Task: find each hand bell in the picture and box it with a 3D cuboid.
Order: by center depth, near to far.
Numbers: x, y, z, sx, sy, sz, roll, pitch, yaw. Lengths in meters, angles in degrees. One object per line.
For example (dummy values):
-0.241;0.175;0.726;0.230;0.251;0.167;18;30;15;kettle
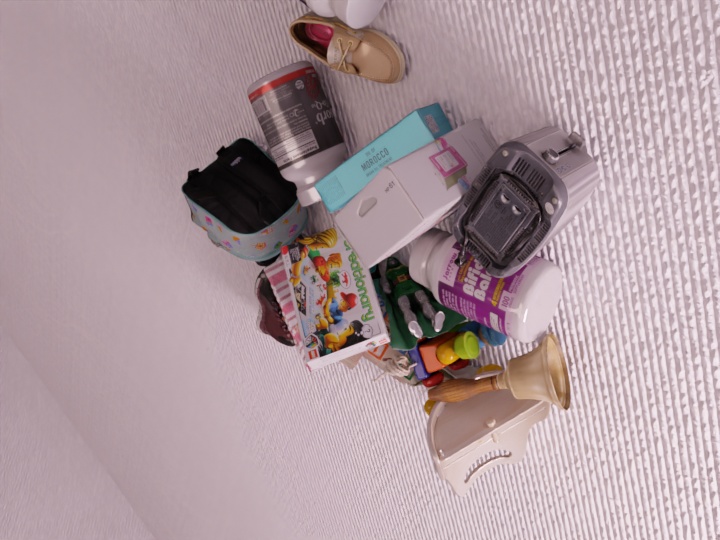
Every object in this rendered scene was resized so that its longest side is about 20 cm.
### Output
0.185;0.158;1.022;0.197;0.104;0.106;-15;103;28;hand bell

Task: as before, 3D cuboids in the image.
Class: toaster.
0.202;-0.082;0.889;0.114;0.128;0.201;46;138;17;toaster

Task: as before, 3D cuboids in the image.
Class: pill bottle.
-0.057;-0.418;0.980;0.200;0.110;0.112;43;138;20;pill bottle
0.167;0.011;0.998;0.198;0.112;0.114;24;129;35;pill bottle
-0.090;-0.212;1.139;0.115;0.115;0.203;-13;104;50;pill bottle

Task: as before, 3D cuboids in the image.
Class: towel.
-0.065;0.057;1.258;0.203;0.144;0.030;67;169;-8;towel

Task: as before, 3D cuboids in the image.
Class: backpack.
-0.191;-0.109;1.269;0.198;0.175;0.155;31;150;32;backpack

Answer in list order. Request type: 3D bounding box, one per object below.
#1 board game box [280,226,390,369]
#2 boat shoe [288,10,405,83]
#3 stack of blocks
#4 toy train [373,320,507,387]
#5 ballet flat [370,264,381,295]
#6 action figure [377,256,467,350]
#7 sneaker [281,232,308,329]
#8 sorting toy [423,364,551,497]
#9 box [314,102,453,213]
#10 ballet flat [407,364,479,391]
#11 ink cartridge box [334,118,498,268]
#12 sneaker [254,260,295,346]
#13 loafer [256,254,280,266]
-0.041;0.034;1.096;0.035;0.124;0.203;59;-168;-61;board game box
-0.025;-0.316;1.040;0.198;0.069;0.075;33;134;30;boat shoe
0.007;0.099;1.151;0.198;0.116;0.059;33;165;0;stack of blocks
0.121;0.120;1.047;0.115;0.198;0.086;-22;90;44;toy train
0.000;0.000;1.222;0.064;0.074;0.204;-123;31;-57;ballet flat
0.072;0.035;1.106;0.201;0.116;0.056;-118;14;-59;action figure
-0.100;0.040;1.294;0.203;0.111;0.077;64;162;-3;sneaker
0.186;0.260;1.101;0.107;0.197;0.183;47;159;52;sorting toy
0.032;-0.157;1.021;0.198;0.082;0.050;-31;92;33;box
0.115;0.169;1.188;0.198;0.069;0.071;13;123;43;ballet flat
0.081;-0.101;0.953;0.085;0.199;0.144;55;141;5;ink cartridge box
-0.144;0.076;1.418;0.115;0.076;0.202;34;145;21;sneaker
-0.223;-0.100;1.395;0.201;0.068;0.071;48;132;7;loafer
